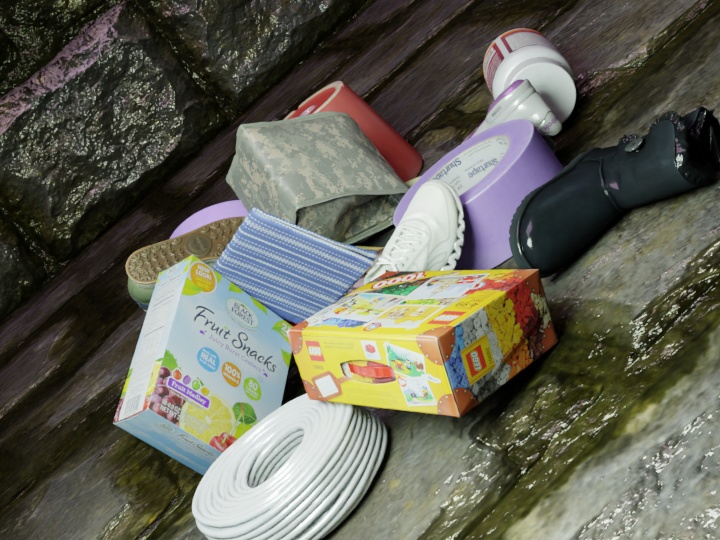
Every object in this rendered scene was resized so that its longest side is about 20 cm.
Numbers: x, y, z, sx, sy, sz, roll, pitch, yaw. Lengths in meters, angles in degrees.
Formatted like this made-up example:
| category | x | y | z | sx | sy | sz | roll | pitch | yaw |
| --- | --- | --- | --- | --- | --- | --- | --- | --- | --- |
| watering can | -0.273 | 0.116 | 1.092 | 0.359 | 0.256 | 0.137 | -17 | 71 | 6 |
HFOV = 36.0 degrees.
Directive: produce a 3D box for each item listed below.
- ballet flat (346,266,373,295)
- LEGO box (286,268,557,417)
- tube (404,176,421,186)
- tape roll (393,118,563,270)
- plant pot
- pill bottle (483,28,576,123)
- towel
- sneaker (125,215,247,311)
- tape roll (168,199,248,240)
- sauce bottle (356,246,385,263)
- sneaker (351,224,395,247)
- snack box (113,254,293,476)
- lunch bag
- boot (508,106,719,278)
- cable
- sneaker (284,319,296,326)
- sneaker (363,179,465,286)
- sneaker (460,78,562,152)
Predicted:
| category | x | y | z | sx | sy | sz | roll | pitch | yaw |
| --- | --- | --- | --- | --- | --- | --- | --- | --- | --- |
| ballet flat | -0.005 | 0.025 | 1.284 | 0.063 | 0.069 | 0.200 | -6 | 19 | -38 |
| LEGO box | 0.055 | 0.062 | 1.028 | 0.149 | 0.077 | 0.200 | -30 | 19 | -39 |
| tube | 0.048 | -0.091 | 1.546 | 0.200 | 0.052 | 0.058 | -23 | 15 | 44 |
| tape roll | 0.142 | -0.083 | 1.304 | 0.200 | 0.085 | 0.200 | -34 | 19 | 14 |
| plant pot | -0.031 | -0.181 | 1.721 | 0.200 | 0.177 | 0.201 | -35 | 18 | 13 |
| pill bottle | 0.230 | -0.257 | 1.504 | 0.109 | 0.110 | 0.200 | -35 | 19 | 13 |
| towel | -0.082 | -0.001 | 1.221 | 0.200 | 0.144 | 0.024 | 134 | 154 | -57 |
| sneaker | -0.183 | -0.003 | 1.327 | 0.199 | 0.067 | 0.090 | -16 | -29 | -21 |
| tape roll | -0.162 | -0.002 | 1.501 | 0.200 | 0.200 | 0.066 | -33 | 46 | 17 |
| sauce bottle | 0.000 | 0.000 | 1.413 | 0.065 | 0.065 | 0.200 | -44 | 18 | -14 |
| sneaker | 0.000 | -0.067 | 1.502 | 0.200 | 0.106 | 0.075 | -25 | 23 | 37 |
| snack box | -0.163 | 0.112 | 1.215 | 0.068 | 0.169 | 0.201 | -26 | 41 | 35 |
| lunch bag | -0.047 | -0.115 | 1.436 | 0.199 | 0.164 | 0.118 | -15 | -37 | -32 |
| boot | 0.253 | -0.080 | 1.090 | 0.200 | 0.077 | 0.168 | -44 | 14 | -35 |
| cable | -0.070 | 0.195 | 1.074 | 0.200 | 0.069 | 0.200 | -15 | 30 | 52 |
| sneaker | -0.127 | 0.019 | 1.393 | 0.081 | 0.200 | 0.075 | -61 | 18 | -1 |
| sneaker | 0.050 | -0.005 | 1.180 | 0.075 | 0.081 | 0.201 | 16 | 84 | 39 |
| sneaker | 0.186 | -0.154 | 1.408 | 0.075 | 0.100 | 0.200 | -44 | -5 | -28 |
